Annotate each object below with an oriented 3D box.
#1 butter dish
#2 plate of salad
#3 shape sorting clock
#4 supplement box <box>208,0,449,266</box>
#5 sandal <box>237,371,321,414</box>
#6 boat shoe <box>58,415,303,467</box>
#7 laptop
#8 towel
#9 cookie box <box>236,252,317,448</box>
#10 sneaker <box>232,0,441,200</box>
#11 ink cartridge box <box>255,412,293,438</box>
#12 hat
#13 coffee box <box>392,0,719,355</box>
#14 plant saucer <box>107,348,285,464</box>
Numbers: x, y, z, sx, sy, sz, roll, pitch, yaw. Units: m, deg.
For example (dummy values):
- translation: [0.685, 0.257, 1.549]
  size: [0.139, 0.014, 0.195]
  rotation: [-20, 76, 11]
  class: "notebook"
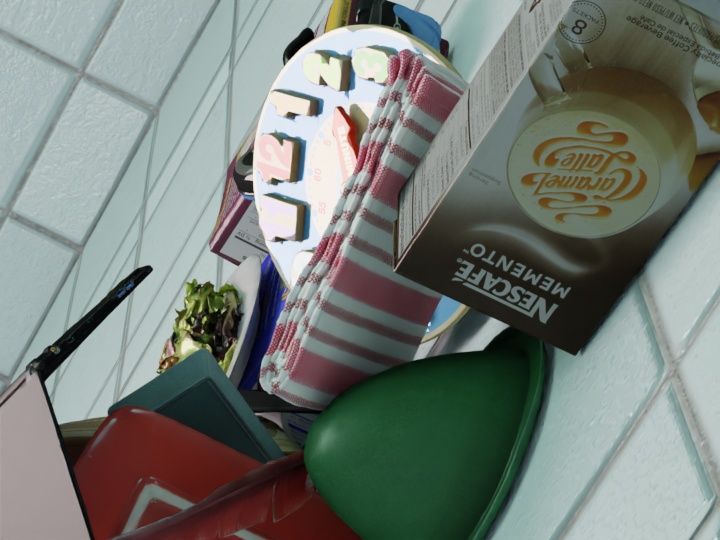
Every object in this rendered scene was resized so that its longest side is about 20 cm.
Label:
- translation: [-0.123, 0.192, 1.383]
  size: [0.148, 0.200, 0.200]
  rotation: [13, 76, 63]
  class: "butter dish"
- translation: [-0.123, 0.076, 1.687]
  size: [0.200, 0.048, 0.200]
  rotation: [-59, 14, 24]
  class: "plate of salad"
- translation: [0.005, -0.050, 1.455]
  size: [0.200, 0.039, 0.200]
  rotation: [11, 105, 45]
  class: "shape sorting clock"
- translation: [-0.024, -0.097, 1.854]
  size: [0.200, 0.103, 0.131]
  rotation: [-55, 15, 30]
  class: "supplement box"
- translation: [-0.030, 0.068, 1.492]
  size: [0.200, 0.075, 0.045]
  rotation: [-4, 82, 52]
  class: "sandal"
- translation: [-0.127, 0.117, 1.463]
  size: [0.065, 0.200, 0.071]
  rotation: [53, 127, 48]
  class: "boat shoe"
- translation: [-0.177, 0.119, 1.314]
  size: [0.177, 0.103, 0.200]
  rotation: [-43, 2, 35]
  class: "laptop"
- translation: [0.015, -0.014, 1.321]
  size: [0.200, 0.030, 0.146]
  rotation: [-65, -26, 0]
  class: "towel"
- translation: [-0.015, 0.003, 1.673]
  size: [0.200, 0.075, 0.171]
  rotation: [-55, 15, 34]
  class: "cookie box"
- translation: [-0.027, -0.121, 1.619]
  size: [0.200, 0.083, 0.071]
  rotation: [-43, 22, 39]
  class: "sneaker"
- translation: [-0.133, 0.167, 1.557]
  size: [0.200, 0.050, 0.109]
  rotation: [-17, 37, 3]
  class: "ink cartridge box"
- translation: [-0.018, 0.079, 1.284]
  size: [0.166, 0.176, 0.200]
  rotation: [-49, 19, 48]
  class: "hat"
- translation: [0.113, -0.069, 1.207]
  size: [0.200, 0.114, 0.080]
  rotation: [-58, 16, 29]
  class: "coffee box"
- translation: [-0.078, 0.127, 1.438]
  size: [0.070, 0.200, 0.019]
  rotation: [-33, 43, -1]
  class: "plant saucer"
